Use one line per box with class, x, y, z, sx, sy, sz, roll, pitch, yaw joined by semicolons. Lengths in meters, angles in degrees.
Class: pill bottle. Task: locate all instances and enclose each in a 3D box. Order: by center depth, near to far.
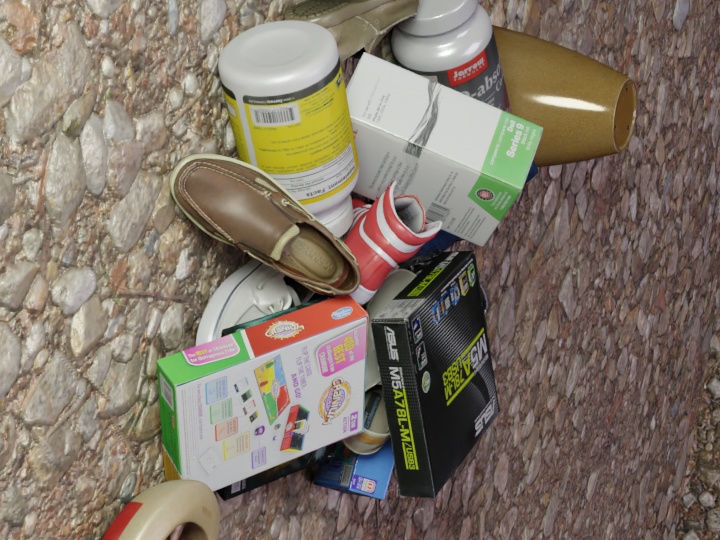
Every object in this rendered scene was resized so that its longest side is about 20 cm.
pill bottle;-0.062;-0.125;1.469;0.113;0.112;0.200;-54;145;-42
pill bottle;0.098;-0.235;1.748;0.116;0.116;0.200;-61;148;-33

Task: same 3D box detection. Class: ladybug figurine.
ladybug figurine;-0.197;0.277;1.388;0.200;0.072;0.136;-64;147;-22

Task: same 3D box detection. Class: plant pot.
plant pot;0.239;-0.208;1.949;0.186;0.199;0.187;-33;128;-57

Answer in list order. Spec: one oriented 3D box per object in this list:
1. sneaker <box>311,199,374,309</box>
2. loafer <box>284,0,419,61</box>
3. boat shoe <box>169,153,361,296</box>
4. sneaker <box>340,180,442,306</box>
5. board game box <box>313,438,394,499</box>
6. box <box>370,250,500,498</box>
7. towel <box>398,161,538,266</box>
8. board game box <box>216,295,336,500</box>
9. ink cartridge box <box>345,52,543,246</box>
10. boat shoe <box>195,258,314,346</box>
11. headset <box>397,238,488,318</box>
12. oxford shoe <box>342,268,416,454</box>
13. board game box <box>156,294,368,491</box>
sneaker;0.000;0.000;1.693;0.201;0.071;0.098;-59;158;-46
loafer;-0.008;-0.252;1.583;0.200;0.076;0.068;-27;125;-46
boat shoe;-0.078;-0.040;1.406;0.202;0.075;0.075;29;93;-25
sneaker;0.023;-0.048;1.560;0.112;0.071;0.200;-46;-163;18
board game box;0.012;0.146;1.702;0.152;0.045;0.201;164;-58;-73
box;0.080;0.102;1.593;0.200;0.047;0.194;-40;123;-58
towel;0.113;-0.077;1.791;0.200;0.049;0.112;-40;154;9
board game box;-0.077;0.124;1.522;0.135;0.028;0.200;-18;132;-31
ink cartridge box;0.065;-0.122;1.584;0.146;0.200;0.084;120;-8;-65
boat shoe;-0.089;0.033;1.526;0.200;0.066;0.072;-47;140;-47
headset;0.078;0.022;1.721;0.094;0.123;0.201;-5;120;-35
oxford shoe;0.031;0.092;1.600;0.058;0.075;0.201;144;-35;-68
board game box;-0.089;0.119;1.452;0.200;0.040;0.153;-19;133;-25
